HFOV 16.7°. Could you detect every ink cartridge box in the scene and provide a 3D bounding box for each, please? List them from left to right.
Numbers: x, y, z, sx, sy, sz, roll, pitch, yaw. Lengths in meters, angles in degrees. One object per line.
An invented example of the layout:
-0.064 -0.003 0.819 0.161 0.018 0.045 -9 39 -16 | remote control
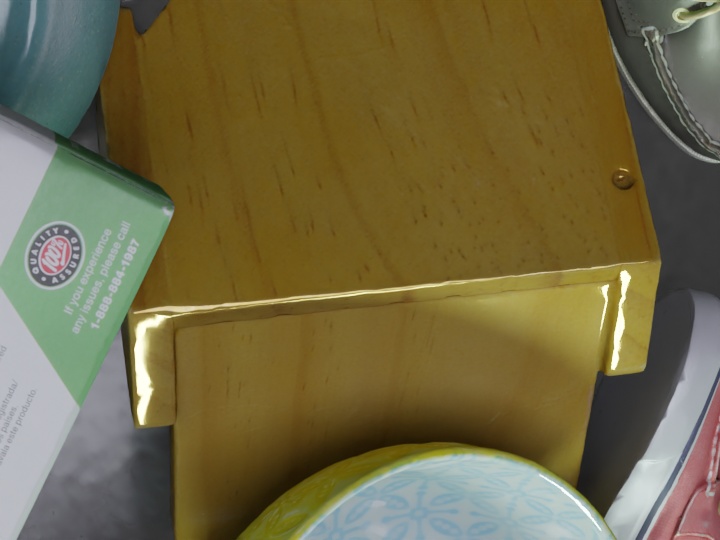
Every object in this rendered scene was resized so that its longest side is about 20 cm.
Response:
-0.184 -0.006 0.830 0.199 0.088 0.146 26 93 -11 | ink cartridge box

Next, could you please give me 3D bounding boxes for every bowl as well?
0.003 0.156 0.963 0.199 0.107 0.202 -7 104 -30 | bowl

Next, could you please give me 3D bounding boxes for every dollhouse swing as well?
0.000 0.000 0.988 0.198 0.176 0.183 -6 65 -8 | dollhouse swing

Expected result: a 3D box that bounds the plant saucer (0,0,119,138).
-0.185 -0.102 0.878 0.198 0.036 0.202 -2 105 -7 | plant saucer

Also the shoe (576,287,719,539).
0.135 0.107 1.026 0.090 0.072 0.201 15 108 -15 | shoe

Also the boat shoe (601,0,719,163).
0.126 -0.131 0.959 0.072 0.060 0.203 -19 108 -4 | boat shoe
